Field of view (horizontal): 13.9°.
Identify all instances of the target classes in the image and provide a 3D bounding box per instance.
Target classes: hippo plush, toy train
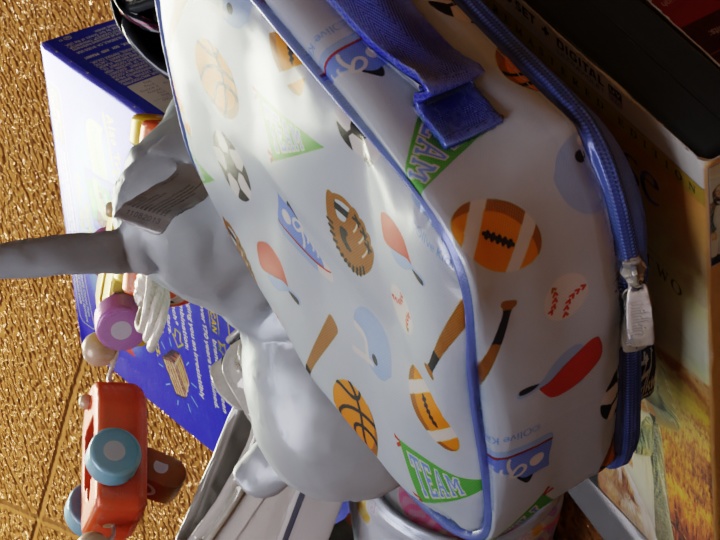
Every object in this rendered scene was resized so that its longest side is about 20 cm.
[{"bbox_3d":[0.000,0.000,1.057,0.159,0.200,0.161,-15,112,34],"label":"hippo plush"},{"bbox_3d":[-0.079,0.026,1.211,0.200,0.055,0.151,115,157,-55],"label":"toy train"}]

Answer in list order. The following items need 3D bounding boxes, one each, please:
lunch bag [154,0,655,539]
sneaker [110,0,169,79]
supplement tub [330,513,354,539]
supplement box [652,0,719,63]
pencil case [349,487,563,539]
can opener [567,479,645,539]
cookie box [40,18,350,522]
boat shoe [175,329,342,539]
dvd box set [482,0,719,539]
[{"bbox_3d":[0.013,-0.027,0.862,0.200,0.075,0.161,49,157,37],"label":"lunch bag"},{"bbox_3d":[-0.084,-0.132,1.275,0.200,0.074,0.081,38,143,45],"label":"sneaker"},{"bbox_3d":[-0.074,0.184,1.384,0.107,0.199,0.107,42,145,40],"label":"supplement tub"},{"bbox_3d":[0.118,-0.079,0.900,0.200,0.109,0.061,56,155,21],"label":"supplement box"},{"bbox_3d":[0.032,0.142,1.278,0.090,0.083,0.200,21,139,10],"label":"pencil case"},{"bbox_3d":[0.091,0.051,1.127,0.200,0.053,0.067,57,152,18],"label":"can opener"},{"bbox_3d":[-0.056,-0.005,1.328,0.200,0.075,0.172,36,140,46],"label":"cookie box"},{"bbox_3d":[-0.028,0.042,1.202,0.072,0.065,0.201,-90,17,-57],"label":"boat shoe"},{"bbox_3d":[0.074,-0.007,0.896,0.146,0.029,0.200,47,157,38],"label":"dvd box set"}]
